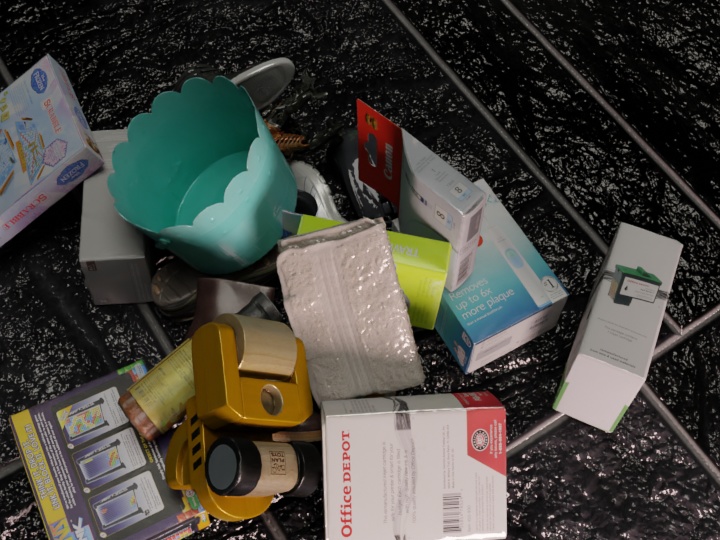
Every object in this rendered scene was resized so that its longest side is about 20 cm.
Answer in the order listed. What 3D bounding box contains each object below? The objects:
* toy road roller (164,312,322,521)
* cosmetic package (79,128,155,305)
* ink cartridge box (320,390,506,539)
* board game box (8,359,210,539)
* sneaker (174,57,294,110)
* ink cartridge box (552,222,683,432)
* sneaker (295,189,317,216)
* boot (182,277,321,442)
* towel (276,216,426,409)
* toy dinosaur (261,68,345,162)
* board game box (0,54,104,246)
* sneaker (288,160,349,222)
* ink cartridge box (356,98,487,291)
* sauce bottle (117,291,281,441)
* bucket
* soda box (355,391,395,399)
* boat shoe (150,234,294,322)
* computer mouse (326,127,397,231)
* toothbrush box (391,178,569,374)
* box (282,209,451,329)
[{"bbox_3d":[-0.137,0.159,1.022,0.122,0.145,0.204,14,62,-47],"label":"toy road roller"},{"bbox_3d":[-0.304,-0.069,1.230,0.088,0.107,0.203,-6,60,-7],"label":"cosmetic package"},{"bbox_3d":[0.055,0.215,1.058,0.196,0.083,0.150,-2,96,-6],"label":"ink cartridge box"},{"bbox_3d":[-0.279,0.224,1.081,0.163,0.057,0.202,-22,63,-15],"label":"board game box"},{"bbox_3d":[-0.185,-0.261,1.342,0.198,0.071,0.100,-29,56,16],"label":"sneaker"},{"bbox_3d":[0.310,0.067,1.171,0.083,0.147,0.202,20,58,10],"label":"ink cartridge box"},{"bbox_3d":[-0.139,-0.104,1.259,0.196,0.075,0.088,3,45,23],"label":"sneaker"},{"bbox_3d":[-0.117,0.103,1.124,0.196,0.072,0.170,11,88,11],"label":"boot"},{"bbox_3d":[-0.012,0.048,1.068,0.130,0.204,0.035,-14,13,10],"label":"towel"},{"bbox_3d":[-0.094,-0.177,1.284,0.135,0.103,0.200,-32,42,-7],"label":"toy dinosaur"},{"bbox_3d":[-0.439,-0.149,1.241,0.198,0.041,0.201,-36,54,6],"label":"board game box"},{"bbox_3d":[-0.066,-0.062,1.267,0.086,0.075,0.201,-28,63,-13],"label":"sneaker"},{"bbox_3d":[0.055,-0.087,1.141,0.199,0.161,0.047,39,67,21],"label":"ink cartridge box"},{"bbox_3d":[-0.173,0.102,1.072,0.199,0.066,0.066,-39,67,-10],"label":"sauce bottle"},{"bbox_3d":[-0.179,-0.105,1.138,0.203,0.135,0.211,-11,58,18],"label":"bucket"},{"bbox_3d":[0.011,0.102,1.174,0.067,0.064,0.203,5,57,0],"label":"soda box"},{"bbox_3d":[-0.164,0.004,1.216,0.197,0.074,0.075,-20,58,-9],"label":"boat shoe"},{"bbox_3d":[0.022,-0.128,1.323,0.137,0.053,0.202,-23,63,-17],"label":"computer mouse"},{"bbox_3d":[0.145,0.004,1.233,0.144,0.086,0.202,-23,62,-17],"label":"toothbrush box"},{"bbox_3d":[0.000,0.000,1.127,0.196,0.123,0.048,12,55,3],"label":"box"}]
